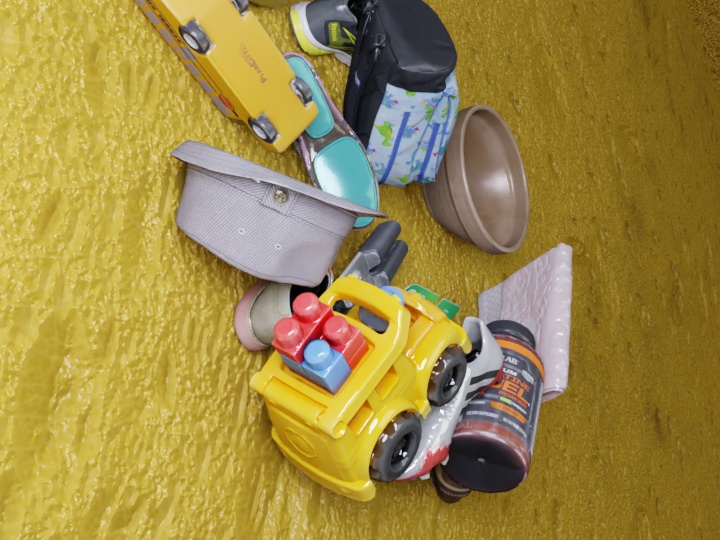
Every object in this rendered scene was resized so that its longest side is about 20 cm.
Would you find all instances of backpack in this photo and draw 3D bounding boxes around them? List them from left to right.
[{"bbox_3d":[0.040,-0.181,0.982,0.153,0.200,0.164,9,43,-24],"label":"backpack"}]

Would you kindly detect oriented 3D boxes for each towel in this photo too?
[{"bbox_3d":[0.211,0.086,1.173,0.032,0.191,0.201,19,61,-21],"label":"towel"}]

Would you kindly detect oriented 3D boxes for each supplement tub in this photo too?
[{"bbox_3d":[0.155,0.148,1.032,0.107,0.106,0.200,58,33,-29],"label":"supplement tub"}]

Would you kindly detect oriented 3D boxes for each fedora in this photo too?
[{"bbox_3d":[-0.083,-0.041,0.795,0.199,0.177,0.091,20,91,-27],"label":"fedora"}]

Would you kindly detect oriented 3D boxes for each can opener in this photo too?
[{"bbox_3d":[0.000,0.000,1.002,0.054,0.067,0.200,68,22,-15],"label":"can opener"}]

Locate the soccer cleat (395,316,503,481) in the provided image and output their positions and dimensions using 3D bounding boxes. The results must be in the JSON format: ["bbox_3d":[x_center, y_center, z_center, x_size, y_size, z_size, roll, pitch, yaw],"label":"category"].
[{"bbox_3d":[0.081,0.130,0.921,0.200,0.068,0.086,-44,126,-31],"label":"soccer cleat"}]

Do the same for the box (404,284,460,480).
[{"bbox_3d":[0.055,0.122,0.970,0.117,0.048,0.201,25,85,-51],"label":"box"}]

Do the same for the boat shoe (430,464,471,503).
[{"bbox_3d":[0.114,0.195,1.107,0.203,0.074,0.075,-76,179,-47],"label":"boat shoe"}]

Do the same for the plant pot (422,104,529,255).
[{"bbox_3d":[0.147,-0.115,1.208,0.200,0.092,0.202,23,61,-51],"label":"plant pot"}]

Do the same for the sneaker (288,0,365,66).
[{"bbox_3d":[0.003,-0.284,1.047,0.200,0.084,0.075,-20,98,-56],"label":"sneaker"}]

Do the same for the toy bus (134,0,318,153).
[{"bbox_3d":[-0.125,-0.203,0.828,0.065,0.078,0.200,-50,126,-17],"label":"toy bus"}]

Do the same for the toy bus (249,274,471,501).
[{"bbox_3d":[-0.004,0.074,0.811,0.200,0.135,0.192,-50,144,-23],"label":"toy bus"}]

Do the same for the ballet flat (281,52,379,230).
[{"bbox_3d":[-0.042,-0.136,0.947,0.069,0.071,0.201,-32,102,-13],"label":"ballet flat"}]

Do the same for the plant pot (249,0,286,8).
[{"bbox_3d":[-0.110,-0.381,0.827,0.176,0.199,0.201,-8,87,-44],"label":"plant pot"}]

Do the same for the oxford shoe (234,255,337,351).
[{"bbox_3d":[-0.050,0.005,0.893,0.071,0.074,0.200,57,39,-28],"label":"oxford shoe"}]
